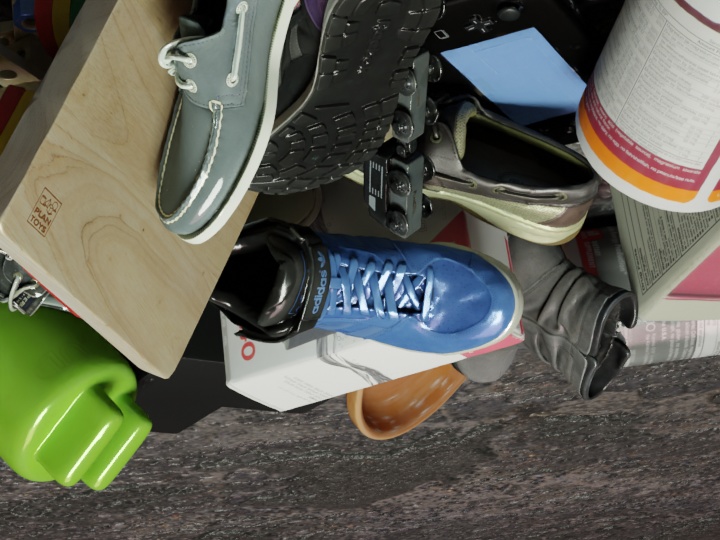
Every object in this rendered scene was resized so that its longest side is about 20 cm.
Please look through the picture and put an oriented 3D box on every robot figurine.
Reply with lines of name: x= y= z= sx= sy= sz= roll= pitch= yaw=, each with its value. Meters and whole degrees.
robot figurine: x=-0.252 y=0.079 z=1.019 sx=0.116 sy=0.200 sz=0.175 roll=-52 pitch=156 yaw=4

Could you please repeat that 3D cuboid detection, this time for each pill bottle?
pill bottle: x=0.197 y=-0.134 z=0.716 sx=0.108 sy=0.110 sz=0.201 roll=1 pitch=141 yaw=-15
pill bottle: x=0.263 y=0.013 z=1.072 sx=0.198 sy=0.115 sz=0.114 roll=-8 pitch=155 yaw=2

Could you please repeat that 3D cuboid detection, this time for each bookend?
bookend: x=-0.120 y=0.073 z=1.134 sx=0.199 sy=0.093 sz=0.198 roll=9 pitch=153 yaw=-33

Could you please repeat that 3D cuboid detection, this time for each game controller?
game controller: x=0.101 y=-0.125 z=0.822 sx=0.104 sy=0.042 sz=0.200 roll=-20 pitch=152 yaw=26

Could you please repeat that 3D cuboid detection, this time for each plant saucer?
plant saucer: x=0.054 y=0.043 z=1.061 sx=0.200 sy=0.037 sz=0.201 roll=-39 pitch=148 yaw=-29

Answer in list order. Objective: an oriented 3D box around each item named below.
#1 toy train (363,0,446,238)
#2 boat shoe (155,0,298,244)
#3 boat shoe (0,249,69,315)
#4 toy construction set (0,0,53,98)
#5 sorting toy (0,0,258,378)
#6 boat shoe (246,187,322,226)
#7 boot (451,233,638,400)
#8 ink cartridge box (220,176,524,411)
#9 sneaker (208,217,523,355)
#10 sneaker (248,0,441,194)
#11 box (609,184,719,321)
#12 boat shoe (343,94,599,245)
toy train: x=0.021 y=-0.108 z=0.760 sx=0.034 sy=0.046 sz=0.201 roll=-34 pitch=140 yaw=-37
boat shoe: x=-0.075 y=-0.113 z=0.660 sx=0.061 sy=0.202 sz=0.073 roll=11 pitch=-167 yaw=-38
boat shoe: x=-0.235 y=-0.004 z=0.963 sx=0.199 sy=0.072 sz=0.072 roll=10 pitch=151 yaw=-32
toy construction set: x=-0.201 y=-0.088 z=0.784 sx=0.130 sy=0.093 sz=0.200 roll=-12 pitch=144 yaw=10
sorting toy: x=-0.127 y=-0.074 z=0.721 sx=0.069 sy=0.200 sz=0.200 roll=16 pitch=161 yaw=23
boat shoe: x=-0.127 y=-0.043 z=0.918 sx=0.197 sy=0.075 sz=0.066 roll=-12 pitch=-175 yaw=-7
boot: x=0.134 y=0.055 z=1.007 sx=0.070 sy=0.132 sz=0.201 roll=-32 pitch=151 yaw=-23
ink cartridge box: x=0.000 y=0.000 z=0.939 sx=0.199 sy=0.147 sz=0.085 roll=-19 pitch=154 yaw=24
sneaker: x=-0.006 y=0.013 z=0.814 sx=0.198 sy=0.078 sz=0.111 roll=13 pitch=-170 yaw=20
sneaker: x=-0.019 y=-0.123 z=0.723 sx=0.075 sy=0.088 sz=0.200 roll=-3 pitch=150 yaw=-28
box: x=0.261 y=-0.063 z=0.890 sx=0.108 sy=0.129 sz=0.200 roll=0 pitch=155 yaw=-15
boat shoe: x=0.056 y=-0.081 z=0.836 sx=0.198 sy=0.074 sz=0.065 roll=18 pitch=145 yaw=-4
